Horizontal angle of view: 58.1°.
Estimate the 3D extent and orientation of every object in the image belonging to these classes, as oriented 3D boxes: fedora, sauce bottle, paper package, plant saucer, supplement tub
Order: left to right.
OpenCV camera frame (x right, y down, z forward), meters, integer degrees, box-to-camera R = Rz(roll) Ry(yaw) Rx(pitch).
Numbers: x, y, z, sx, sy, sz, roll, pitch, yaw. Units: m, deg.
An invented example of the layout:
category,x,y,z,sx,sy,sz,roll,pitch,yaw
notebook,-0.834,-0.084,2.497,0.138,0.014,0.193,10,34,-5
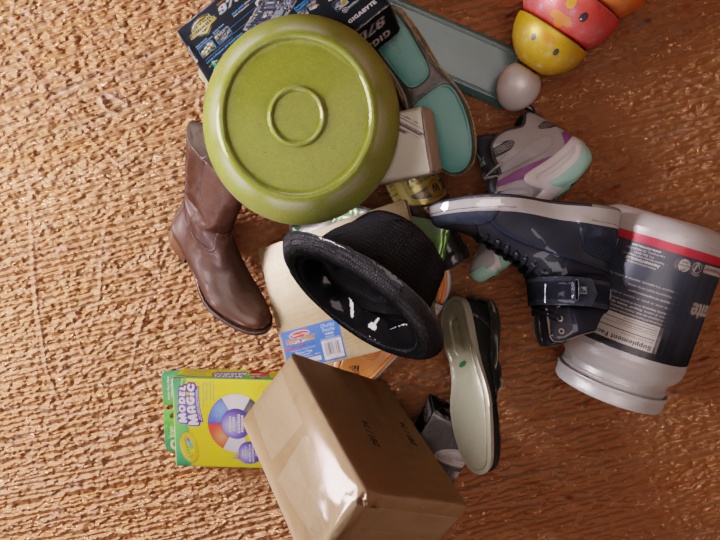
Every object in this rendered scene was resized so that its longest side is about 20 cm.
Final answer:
category,x,y,z,sx,sy,sz,roll,pitch,yaw
plant saucer,-0.059,-0.146,0.624,0.195,0.031,0.205,0,95,2
paper package,-0.008,0.210,0.707,0.189,0.201,0.104,26,107,-43
fedora,0.017,0.001,0.658,0.200,0.201,0.092,41,69,-2
sauce bottle,0.066,-0.097,0.758,0.064,0.065,0.202,-29,95,7
plant saucer,0.092,-0.260,0.757,0.197,0.019,0.071,23,100,-1
supplement tub,0.308,0.040,0.725,0.137,0.140,0.204,16,99,1

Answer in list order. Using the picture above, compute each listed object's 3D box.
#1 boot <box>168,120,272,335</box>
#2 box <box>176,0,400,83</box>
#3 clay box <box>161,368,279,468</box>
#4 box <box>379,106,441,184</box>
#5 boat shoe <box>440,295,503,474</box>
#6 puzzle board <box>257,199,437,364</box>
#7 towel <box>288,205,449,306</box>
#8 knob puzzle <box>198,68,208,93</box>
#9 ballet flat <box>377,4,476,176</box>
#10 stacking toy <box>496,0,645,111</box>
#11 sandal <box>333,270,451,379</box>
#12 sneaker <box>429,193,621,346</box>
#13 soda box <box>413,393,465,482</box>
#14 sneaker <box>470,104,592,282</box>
category,x,y,z,sx,sy,sz,roll,pitch,yaw
boot,-0.142,-0.043,0.715,0.186,0.064,0.201,45,138,9
box,-0.080,-0.254,0.687,0.199,0.046,0.160,-37,65,4
clay box,-0.162,0.187,0.824,0.195,0.048,0.118,0,98,3
box,-0.017,-0.121,0.699,0.196,0.082,0.070,-9,98,16
boat shoe,0.143,0.131,0.758,0.066,0.071,0.205,7,70,-31
puzzle board,-0.017,0.022,0.743,0.196,0.017,0.154,-17,86,23
towel,0.000,0.000,0.759,0.196,0.031,0.153,12,97,22
knob puzzle,-0.094,-0.236,0.764,0.214,0.030,0.225,1,97,10
ballet flat,0.073,-0.203,0.730,0.070,0.071,0.202,-31,99,7
stacking toy,0.215,-0.263,0.700,0.144,0.146,0.202,29,110,-1
sandal,0.040,0.070,0.787,0.079,0.059,0.208,35,98,-2
sneaker,0.164,0.000,0.668,0.197,0.077,0.150,6,90,1
soda box,0.070,0.265,0.813,0.070,0.063,0.203,28,100,-1
sneaker,0.155,-0.099,0.748,0.139,0.078,0.201,39,84,0
